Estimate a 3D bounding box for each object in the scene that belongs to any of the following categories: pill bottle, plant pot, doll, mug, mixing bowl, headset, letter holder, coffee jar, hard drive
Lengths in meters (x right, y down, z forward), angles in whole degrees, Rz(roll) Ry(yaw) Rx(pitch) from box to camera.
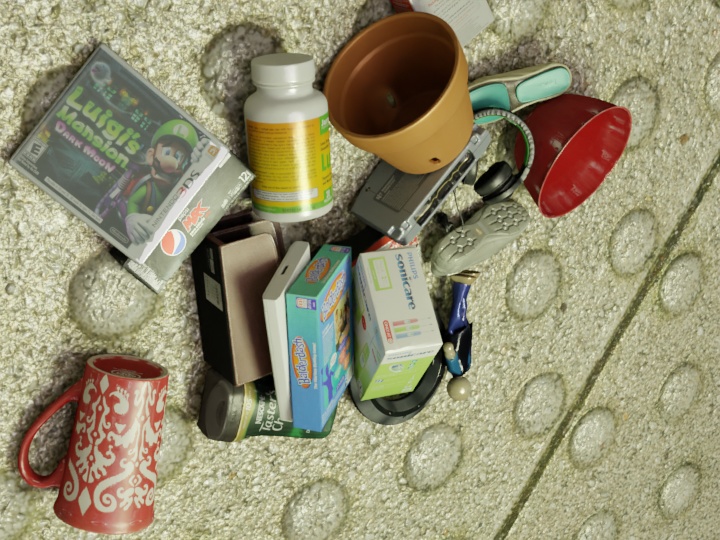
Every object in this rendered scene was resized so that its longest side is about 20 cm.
[{"bbox_3d":[-0.095,-0.175,1.392,0.110,0.111,0.203,-15,115,-28],"label":"pill bottle"},{"bbox_3d":[0.066,-0.224,1.442,0.201,0.199,0.140,-51,142,-6],"label":"plant pot"},{"bbox_3d":[0.154,0.105,1.668,0.136,0.048,0.203,-29,123,-72],"label":"doll"},{"bbox_3d":[-0.334,0.219,1.373,0.176,0.133,0.203,6,101,-36],"label":"mug"},{"bbox_3d":[0.309,-0.193,1.635,0.199,0.108,0.201,-32,148,-23],"label":"mixing bowl"},{"bbox_3d":[0.173,-0.145,1.578,0.122,0.094,0.202,28,102,-9],"label":"headset"},{"bbox_3d":[-0.141,0.030,1.447,0.141,0.100,0.203,-17,116,-29],"label":"letter holder"},{"bbox_3d":[-0.132,0.188,1.519,0.198,0.085,0.106,3,106,-34],"label":"coffee jar"},{"bbox_3d":[-0.088,0.082,1.427,0.132,0.026,0.202,-64,155,-51],"label":"hard drive"}]

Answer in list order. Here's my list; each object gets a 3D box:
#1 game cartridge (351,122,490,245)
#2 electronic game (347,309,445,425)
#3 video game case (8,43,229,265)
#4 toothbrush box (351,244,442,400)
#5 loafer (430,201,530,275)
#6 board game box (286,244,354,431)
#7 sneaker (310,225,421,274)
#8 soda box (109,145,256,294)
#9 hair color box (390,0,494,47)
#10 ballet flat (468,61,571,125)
[{"bbox_3d":[0.080,-0.136,1.508,0.201,0.133,0.040,-50,134,-5],"label":"game cartridge"},{"bbox_3d":[0.060,0.141,1.654,0.198,0.041,0.203,-10,107,-36],"label":"electronic game"},{"bbox_3d":[-0.289,-0.138,1.290,0.199,0.023,0.183,39,84,-15],"label":"video game case"},{"bbox_3d":[0.038,0.077,1.487,0.085,0.200,0.148,-8,68,-15],"label":"toothbrush box"},{"bbox_3d":[0.184,-0.050,1.659,0.198,0.070,0.070,-25,162,-32],"label":"loafer"},{"bbox_3d":[-0.051,0.088,1.434,0.152,0.044,0.203,-55,148,-59],"label":"board game box"},{"bbox_3d":[0.001,0.000,1.548,0.200,0.067,0.109,-31,132,-12],"label":"sneaker"},{"bbox_3d":[-0.228,-0.072,1.366,0.201,0.071,0.063,-50,122,-7],"label":"soda box"},{"bbox_3d":[0.093,-0.399,1.464,0.111,0.064,0.201,-41,126,-13],"label":"hair color box"},{"bbox_3d":[0.216,-0.267,1.590,0.197,0.070,0.070,-15,116,-10],"label":"ballet flat"}]
